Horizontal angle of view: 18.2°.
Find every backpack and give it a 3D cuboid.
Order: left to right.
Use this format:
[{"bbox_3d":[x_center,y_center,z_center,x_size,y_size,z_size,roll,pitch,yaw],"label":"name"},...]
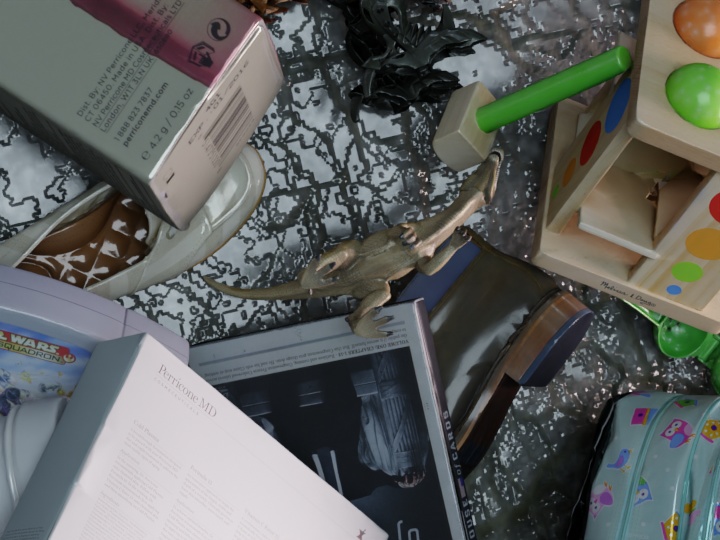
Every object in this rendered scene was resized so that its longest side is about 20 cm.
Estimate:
[{"bbox_3d":[0.189,0.170,1.303,0.126,0.167,0.201,5,77,28],"label":"backpack"}]

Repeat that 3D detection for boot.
[{"bbox_3d":[0.040,0.070,1.338,0.097,0.075,0.200,43,94,18],"label":"boot"}]

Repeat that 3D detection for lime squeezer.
[{"bbox_3d":[0.216,0.050,1.354,0.200,0.071,0.038,38,83,-1],"label":"lime squeezer"}]

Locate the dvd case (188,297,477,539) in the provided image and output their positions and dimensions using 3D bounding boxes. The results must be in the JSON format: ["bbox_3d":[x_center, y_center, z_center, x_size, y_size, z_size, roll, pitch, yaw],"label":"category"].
[{"bbox_3d":[-0.012,0.128,1.298,0.149,0.025,0.202,-12,91,22],"label":"dvd case"}]

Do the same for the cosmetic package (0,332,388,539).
[{"bbox_3d":[-0.088,0.152,1.189,0.200,0.051,0.151,43,57,-29],"label":"cosmetic package"}]

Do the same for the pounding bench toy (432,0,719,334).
[{"bbox_3d":[0.158,-0.085,1.280,0.199,0.156,0.125,20,51,-10],"label":"pounding bench toy"}]

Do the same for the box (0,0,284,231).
[{"bbox_3d":[-0.155,-0.128,1.226,0.199,0.128,0.109,33,83,9],"label":"box"}]

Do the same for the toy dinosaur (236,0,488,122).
[{"bbox_3d":[0.008,-0.166,1.320,0.199,0.102,0.136,-27,80,9],"label":"toy dinosaur"}]

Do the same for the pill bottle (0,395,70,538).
[{"bbox_3d":[-0.247,0.128,1.220,0.198,0.111,0.112,-12,93,7],"label":"pill bottle"}]

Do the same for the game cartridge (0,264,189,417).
[{"bbox_3d":[-0.203,0.055,1.252,0.199,0.134,0.042,15,47,-10],"label":"game cartridge"}]

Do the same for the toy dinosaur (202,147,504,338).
[{"bbox_3d":[0.000,0.000,1.273,0.199,0.101,0.058,-24,103,15],"label":"toy dinosaur"}]

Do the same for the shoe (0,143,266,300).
[{"bbox_3d":[-0.140,-0.016,1.295,0.199,0.053,0.070,-29,96,-9],"label":"shoe"}]
